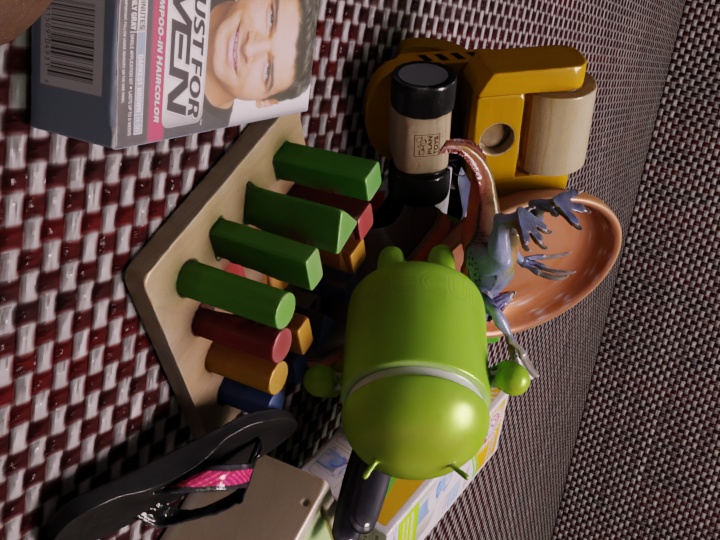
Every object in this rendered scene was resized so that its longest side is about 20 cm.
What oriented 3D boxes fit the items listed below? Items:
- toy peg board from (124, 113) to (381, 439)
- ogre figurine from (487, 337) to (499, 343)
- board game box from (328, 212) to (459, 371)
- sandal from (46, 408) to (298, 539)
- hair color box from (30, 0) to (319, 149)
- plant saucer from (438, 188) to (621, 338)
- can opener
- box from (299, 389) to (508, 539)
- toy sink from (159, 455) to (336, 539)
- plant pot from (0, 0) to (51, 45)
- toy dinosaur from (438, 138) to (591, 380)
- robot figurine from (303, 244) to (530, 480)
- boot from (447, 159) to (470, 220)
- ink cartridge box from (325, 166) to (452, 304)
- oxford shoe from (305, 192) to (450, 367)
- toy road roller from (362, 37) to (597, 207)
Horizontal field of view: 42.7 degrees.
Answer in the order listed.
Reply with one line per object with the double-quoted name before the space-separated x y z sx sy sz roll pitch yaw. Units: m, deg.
"toy peg board" -0.055 0.014 0.696 0.200 0.097 0.200 -56 152 -35
"ogre figurine" 0.123 0.017 1.094 0.200 0.098 0.121 -22 107 -76
"board game box" 0.043 0.045 0.932 0.200 0.048 0.102 -54 143 -11
"sandal" -0.118 0.153 0.639 0.200 0.045 0.075 -20 149 -45
"hair color box" -0.098 -0.137 0.539 0.200 0.060 0.099 -30 132 -60
"plant saucer" 0.148 -0.009 0.875 0.200 0.199 0.038 73 -2 -53
"can opener" 0.010 0.149 0.789 0.063 0.078 0.200 116 -8 -46
"box" 0.044 0.180 0.883 0.200 0.101 0.113 -42 150 -33
"toy sink" -0.081 0.263 0.786 0.131 0.112 0.200 -58 153 -33
"plant pot" -0.168 -0.138 0.260 0.200 0.186 0.188 37 70 -81
"toy dinosaur" 0.117 -0.014 0.792 0.105 0.200 0.181 -41 -178 -34
"robot figurine" 0.044 0.075 0.730 0.116 0.175 0.201 84 7 -50
"boot" 0.114 -0.136 1.018 0.200 0.074 0.097 69 40 -58
"ink cartridge box" 0.032 -0.011 0.948 0.200 0.057 0.163 -43 143 -58
"oxford shoe" 0.000 0.000 0.854 0.200 0.071 0.073 -53 122 -21
"toy road roller" 0.101 -0.152 0.845 0.146 0.199 0.123 -104 -169 -51
